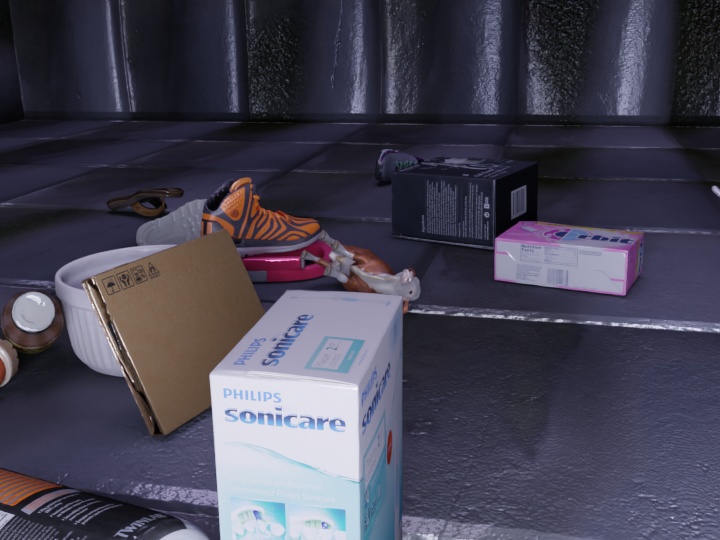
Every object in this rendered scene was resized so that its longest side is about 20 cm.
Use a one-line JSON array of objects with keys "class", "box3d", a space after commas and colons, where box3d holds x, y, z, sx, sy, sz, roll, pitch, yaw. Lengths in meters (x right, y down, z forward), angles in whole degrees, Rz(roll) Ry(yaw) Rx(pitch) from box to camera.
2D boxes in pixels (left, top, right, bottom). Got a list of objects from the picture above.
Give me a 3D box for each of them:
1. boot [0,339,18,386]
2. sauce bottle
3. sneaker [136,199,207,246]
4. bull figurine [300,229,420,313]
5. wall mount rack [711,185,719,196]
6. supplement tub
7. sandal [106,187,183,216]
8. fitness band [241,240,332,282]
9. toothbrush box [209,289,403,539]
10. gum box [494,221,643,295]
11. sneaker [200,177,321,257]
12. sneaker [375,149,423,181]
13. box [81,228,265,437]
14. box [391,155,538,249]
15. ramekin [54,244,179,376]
[{"class": "boot", "box3d": [-0.469, 0.104, 0.863, 0.200, 0.075, 0.107, 1, 22, 5]}, {"class": "sauce bottle", "box3d": [-0.355, 0.055, 0.915, 0.065, 0.065, 0.200, -8, -5, -21]}, {"class": "sneaker", "box3d": [-0.263, -0.067, 1.369, 0.200, 0.076, 0.080, -9, -5, 24]}, {"class": "bull figurine", "box3d": [0.000, 0.000, 1.155, 0.121, 0.065, 0.200, 28, -3, -23]}, {"class": "wall mount rack", "box3d": [0.725, -0.117, 1.504, 0.174, 0.075, 0.200, 10, 19, 33]}, {"class": "supplement tub", "box3d": [-0.191, 0.183, 0.485, 0.200, 0.123, 0.123, 7, 18, 25]}, {"class": "sandal", "box3d": [-0.428, -0.132, 1.693, 0.200, 0.055, 0.082, -8, 5, 31]}, {"class": "fitness band", "box3d": [-0.139, -0.019, 1.308, 0.200, 0.037, 0.144, -1, 16, -2]}, {"class": "toothbrush box", "box3d": [-0.024, 0.128, 0.524, 0.085, 0.200, 0.146, 2, 16, 12]}, {"class": "gum box", "box3d": [0.297, -0.022, 1.231, 0.200, 0.066, 0.113, 7, 19, 27]}, {"class": "sneaker", "box3d": [-0.145, -0.085, 1.273, 0.200, 0.112, 0.078, -12, 18, -37]}, {"class": "sneaker", "box3d": [0.098, -0.250, 2.006, 0.087, 0.074, 0.200, 10, 18, 17]}, {"class": "box", "box3d": [-0.170, 0.055, 0.860, 0.021, 0.164, 0.200, -21, 4, 33]}, {"class": "box", "box3d": [0.187, -0.126, 1.497, 0.196, 0.124, 0.200, 7, 18, 31]}, {"class": "ramekin", "box3d": [-0.244, 0.045, 0.982, 0.200, 0.105, 0.200, -1, 16, 0]}]
